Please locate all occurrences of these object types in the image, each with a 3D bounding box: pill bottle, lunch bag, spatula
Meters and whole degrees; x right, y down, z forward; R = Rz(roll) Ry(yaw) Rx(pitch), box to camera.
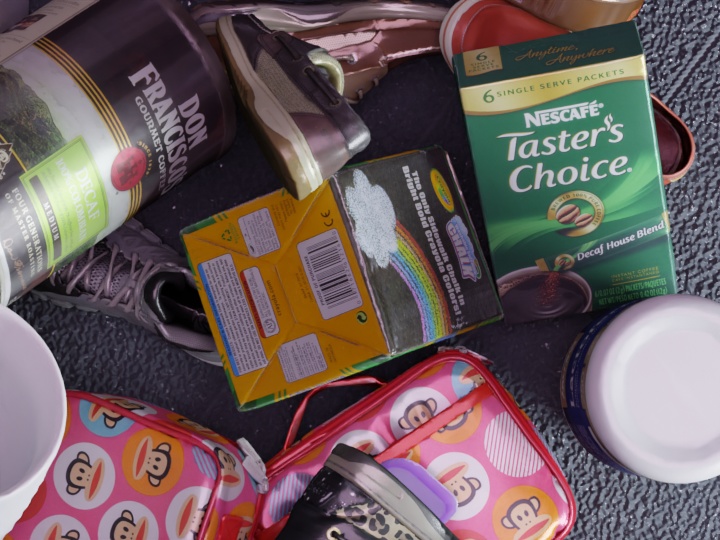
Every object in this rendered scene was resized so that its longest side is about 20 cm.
[{"bbox_3d":[0.188,0.075,1.643,0.115,0.200,0.116,0,87,-3],"label":"pill bottle"},{"bbox_3d":[0.025,0.146,1.697,0.200,0.082,0.176,-34,85,-1],"label":"lunch bag"},{"bbox_3d":[-0.147,0.188,1.646,0.176,0.082,0.200,20,91,27],"label":"lunch bag"},{"bbox_3d":[-0.023,0.202,1.645,0.057,0.021,0.200,43,92,-1],"label":"spatula"}]

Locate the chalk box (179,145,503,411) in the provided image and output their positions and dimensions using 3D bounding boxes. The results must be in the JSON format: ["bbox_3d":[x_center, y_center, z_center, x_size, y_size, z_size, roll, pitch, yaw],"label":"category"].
[{"bbox_3d":[0.000,0.000,1.659,0.124,0.200,0.125,-20,87,30],"label":"chalk box"}]

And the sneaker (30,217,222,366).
[{"bbox_3d":[-0.151,0.001,1.672,0.200,0.115,0.075,22,88,-2],"label":"sneaker"}]

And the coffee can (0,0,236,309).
[{"bbox_3d":[-0.199,-0.081,1.622,0.200,0.146,0.146,-38,90,-29],"label":"coffee can"}]

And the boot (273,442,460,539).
[{"bbox_3d":[0.011,0.226,1.587,0.204,0.073,0.154,46,77,-8],"label":"boot"}]

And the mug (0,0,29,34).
[{"bbox_3d":[-0.290,-0.160,1.653,0.149,0.153,0.187,-7,89,-3],"label":"mug"}]

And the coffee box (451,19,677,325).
[{"bbox_3d":[0.133,-0.059,1.661,0.123,0.044,0.200,-9,128,4],"label":"coffee box"}]

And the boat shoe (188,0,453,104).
[{"bbox_3d":[-0.016,-0.144,1.709,0.200,0.076,0.072,-1,98,1],"label":"boat shoe"}]

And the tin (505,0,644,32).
[{"bbox_3d":[0.099,-0.222,1.695,0.200,0.112,0.042,29,125,1],"label":"tin"}]

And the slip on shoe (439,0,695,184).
[{"bbox_3d":[0.140,-0.118,1.688,0.200,0.061,0.074,33,81,-19],"label":"slip on shoe"}]

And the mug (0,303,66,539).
[{"bbox_3d":[-0.296,0.108,1.573,0.200,0.175,0.148,15,57,-14],"label":"mug"}]

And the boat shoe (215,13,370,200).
[{"bbox_3d":[-0.040,-0.108,1.588,0.066,0.201,0.072,-21,120,-4],"label":"boat shoe"}]
